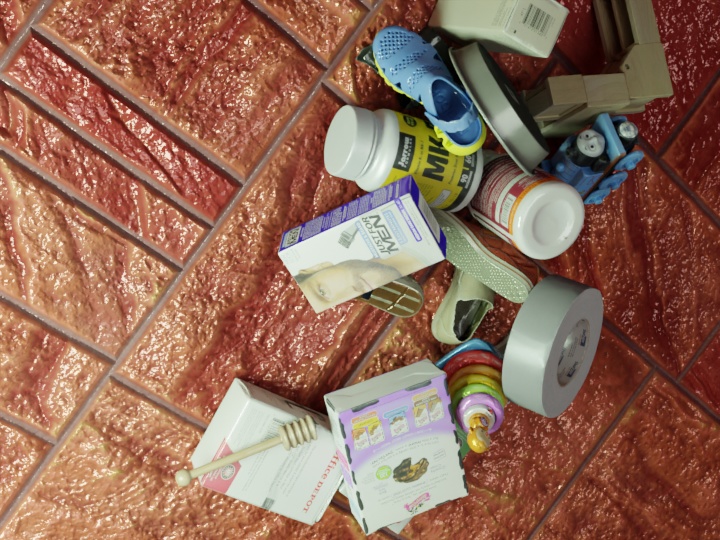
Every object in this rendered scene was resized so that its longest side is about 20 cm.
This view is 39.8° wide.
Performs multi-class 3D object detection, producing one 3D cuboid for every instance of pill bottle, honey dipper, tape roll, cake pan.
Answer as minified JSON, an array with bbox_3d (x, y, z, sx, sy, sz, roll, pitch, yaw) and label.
[{"bbox_3d":[0.058,-0.155,1.358,0.199,0.114,0.115,11,103,-27],"label":"pill bottle"},{"bbox_3d":[-0.155,0.249,1.352,0.199,0.038,0.038,-20,115,-16],"label":"honey dipper"},{"bbox_3d":[0.283,0.110,1.451,0.200,0.066,0.202,-35,135,-45],"label":"tape roll"},{"bbox_3d":[0.185,-0.216,1.298,0.037,0.201,0.200,-33,121,18],"label":"cake pan"},{"bbox_3d":[0.216,-0.100,1.394,0.109,0.200,0.110,-10,116,-20],"label":"pill bottle"}]

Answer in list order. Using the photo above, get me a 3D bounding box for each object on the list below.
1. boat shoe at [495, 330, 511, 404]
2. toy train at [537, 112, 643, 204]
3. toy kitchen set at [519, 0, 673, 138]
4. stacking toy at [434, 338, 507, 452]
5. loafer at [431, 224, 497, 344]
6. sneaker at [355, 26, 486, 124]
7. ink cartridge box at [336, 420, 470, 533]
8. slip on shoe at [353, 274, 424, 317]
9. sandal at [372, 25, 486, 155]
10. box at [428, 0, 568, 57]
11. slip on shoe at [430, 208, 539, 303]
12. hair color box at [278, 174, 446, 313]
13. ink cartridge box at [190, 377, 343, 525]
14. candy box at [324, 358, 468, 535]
[{"bbox_3d":[0.237,0.155,1.573,0.202,0.065,0.075,-43,119,-6],"label":"boat shoe"},{"bbox_3d":[0.327,-0.150,1.446,0.113,0.200,0.087,-15,71,-19],"label":"toy train"},{"bbox_3d":[0.306,-0.301,1.439,0.198,0.163,0.182,-8,83,-21],"label":"toy kitchen set"},{"bbox_3d":[0.170,0.198,1.446,0.109,0.200,0.116,-35,107,18],"label":"stacking toy"},{"bbox_3d":[0.176,0.026,1.499,0.075,0.068,0.201,16,100,-28],"label":"loafer"},{"bbox_3d":[0.094,-0.254,1.374,0.104,0.060,0.200,-44,115,-4],"label":"sneaker"},{"bbox_3d":[0.062,0.279,1.525,0.200,0.087,0.145,-48,119,-1],"label":"ink cartridge box"},{"bbox_3d":[0.000,0.000,1.420,0.199,0.061,0.076,22,119,-11],"label":"slip on shoe"},{"bbox_3d":[0.094,-0.241,1.287,0.079,0.087,0.200,-44,88,-1],"label":"sandal"},{"bbox_3d":[0.176,-0.330,1.300,0.082,0.200,0.069,22,95,-30],"label":"box"},{"bbox_3d":[0.174,-0.033,1.443,0.199,0.074,0.061,37,54,9],"label":"slip on shoe"},{"bbox_3d":[0.003,-0.033,1.328,0.199,0.065,0.110,-23,116,19],"label":"hair color box"},{"bbox_3d":[-0.122,0.263,1.439,0.199,0.085,0.146,28,95,-27],"label":"ink cartridge box"},{"bbox_3d":[0.053,0.252,1.423,0.167,0.072,0.202,-18,110,-15],"label":"candy box"}]
